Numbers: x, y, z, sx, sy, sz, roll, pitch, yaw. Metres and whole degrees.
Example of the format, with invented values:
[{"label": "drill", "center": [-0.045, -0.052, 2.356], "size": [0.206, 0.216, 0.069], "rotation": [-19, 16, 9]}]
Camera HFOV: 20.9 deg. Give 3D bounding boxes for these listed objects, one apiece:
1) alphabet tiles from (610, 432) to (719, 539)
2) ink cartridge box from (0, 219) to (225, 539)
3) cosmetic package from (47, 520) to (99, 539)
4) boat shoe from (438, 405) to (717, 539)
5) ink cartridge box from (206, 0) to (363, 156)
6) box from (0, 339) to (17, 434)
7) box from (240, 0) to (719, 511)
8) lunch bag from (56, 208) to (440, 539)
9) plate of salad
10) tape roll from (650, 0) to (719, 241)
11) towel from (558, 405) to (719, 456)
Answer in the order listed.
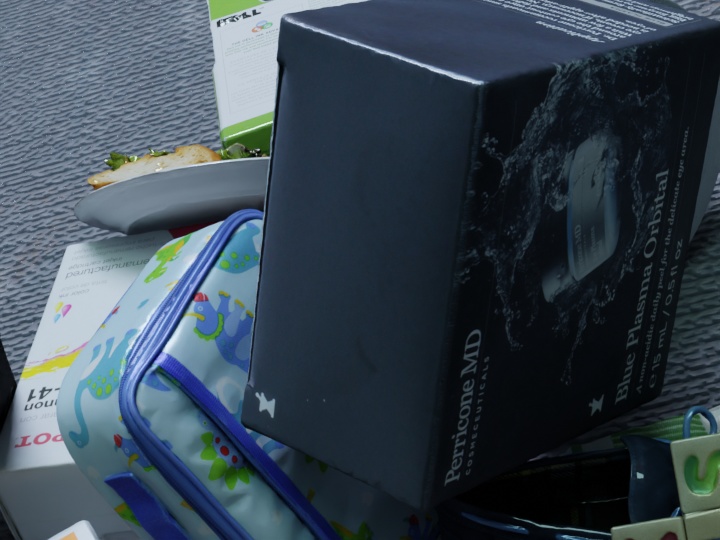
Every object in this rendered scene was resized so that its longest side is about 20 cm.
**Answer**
[{"label": "alphabet tiles", "center": [0.214, 0.144, 0.844], "size": [0.199, 0.006, 0.167], "rotation": [-11, 75, 12]}, {"label": "ink cartridge box", "center": [-0.112, 0.066, 1.115], "size": [0.147, 0.086, 0.200], "rotation": [-8, 37, 14]}, {"label": "cosmetic package", "center": [-0.196, 0.222, 0.969], "size": [0.200, 0.071, 0.101], "rotation": [-30, 38, -12]}, {"label": "boat shoe", "center": [0.134, 0.114, 0.913], "size": [0.199, 0.069, 0.084], "rotation": [-14, 39, 6]}, {"label": "ink cartridge box", "center": [-0.022, -0.136, 1.334], "size": [0.147, 0.076, 0.200], "rotation": [-18, 36, 4]}, {"label": "box", "center": [-0.293, 0.060, 1.043], "size": [0.199, 0.141, 0.079], "rotation": [13, 70, -1]}, {"label": "box", "center": [0.058, -0.022, 0.900], "size": [0.117, 0.197, 0.200], "rotation": [23, 26, 35]}, {"label": "lunch bag", "center": [-0.045, 0.086, 0.961], "size": [0.082, 0.200, 0.161], "rotation": [-19, 27, 44]}, {"label": "plate of salad", "center": [-0.074, -0.052, 1.179], "size": [0.199, 0.200, 0.048], "rotation": [-9, 79, 14]}, {"label": "tape roll", "center": [0.110, -0.064, 1.076], "size": [0.200, 0.201, 0.066], "rotation": [-37, 39, -21]}, {"label": "towel", "center": [0.211, 0.113, 0.957], "size": [0.199, 0.023, 0.153], "rotation": [-18, 38, 1]}]
